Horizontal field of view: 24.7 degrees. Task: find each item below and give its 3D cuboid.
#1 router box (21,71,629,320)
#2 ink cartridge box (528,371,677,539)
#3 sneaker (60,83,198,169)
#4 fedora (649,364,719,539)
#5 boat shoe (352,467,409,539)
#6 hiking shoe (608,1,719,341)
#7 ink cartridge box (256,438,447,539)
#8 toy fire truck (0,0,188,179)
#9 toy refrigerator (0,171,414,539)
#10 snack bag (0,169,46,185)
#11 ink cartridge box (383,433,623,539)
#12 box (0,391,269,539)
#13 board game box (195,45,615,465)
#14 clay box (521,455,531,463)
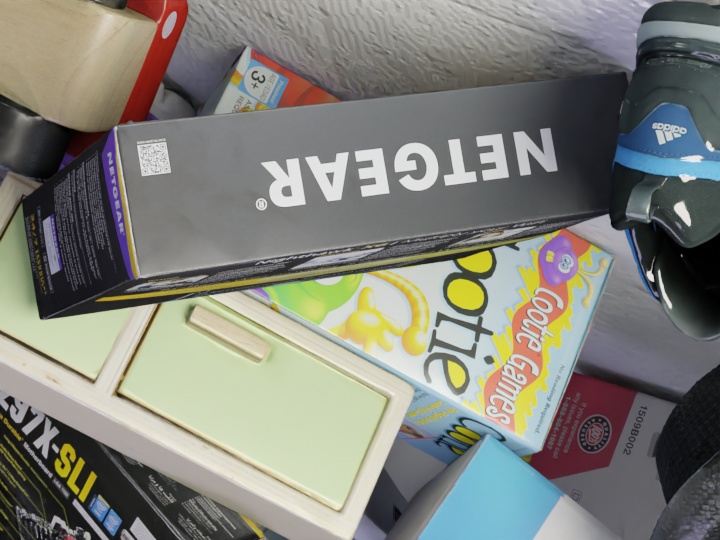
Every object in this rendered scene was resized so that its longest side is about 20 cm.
[{"bbox_3d":[-0.016,-0.026,0.628,0.198,0.053,0.157,-8,177,-24],"label":"router box"},{"bbox_3d":[0.187,0.158,0.908,0.198,0.148,0.083,16,162,27],"label":"ink cartridge box"},{"bbox_3d":[-0.093,-0.027,0.866,0.080,0.084,0.199,5,155,49],"label":"sneaker"},{"bbox_3d":[0.199,0.083,0.696,0.200,0.200,0.092,39,-163,-40],"label":"fedora"},{"bbox_3d":[-0.006,0.140,0.890,0.201,0.056,0.069,52,-161,-16],"label":"boat shoe"},{"bbox_3d":[0.130,-0.010,0.586,0.074,0.087,0.200,13,159,36],"label":"hiking shoe"},{"bbox_3d":[-0.025,0.104,0.958,0.198,0.148,0.084,17,-179,-31],"label":"ink cartridge box"},{"bbox_3d":[-0.158,-0.104,0.708,0.175,0.130,0.200,26,-169,10],"label":"toy fire truck"},{"bbox_3d":[-0.083,0.042,0.713,0.199,0.076,0.070,29,161,-9],"label":"toy refrigerator"},{"bbox_3d":[-0.201,-0.064,0.835,0.188,0.021,0.200,43,-173,-21],"label":"snack bag"},{"bbox_3d":[0.081,0.207,0.769,0.199,0.146,0.147,37,159,3],"label":"ink cartridge box"},{"bbox_3d":[-0.151,0.119,0.801,0.200,0.160,0.049,44,-148,22],"label":"box"},{"bbox_3d":[0.000,0.000,0.776,0.199,0.104,0.105,29,161,-11],"label":"board game box"},{"bbox_3d":[0.171,0.172,1.148,0.199,0.048,0.115,28,164,-5],"label":"clay box"}]
